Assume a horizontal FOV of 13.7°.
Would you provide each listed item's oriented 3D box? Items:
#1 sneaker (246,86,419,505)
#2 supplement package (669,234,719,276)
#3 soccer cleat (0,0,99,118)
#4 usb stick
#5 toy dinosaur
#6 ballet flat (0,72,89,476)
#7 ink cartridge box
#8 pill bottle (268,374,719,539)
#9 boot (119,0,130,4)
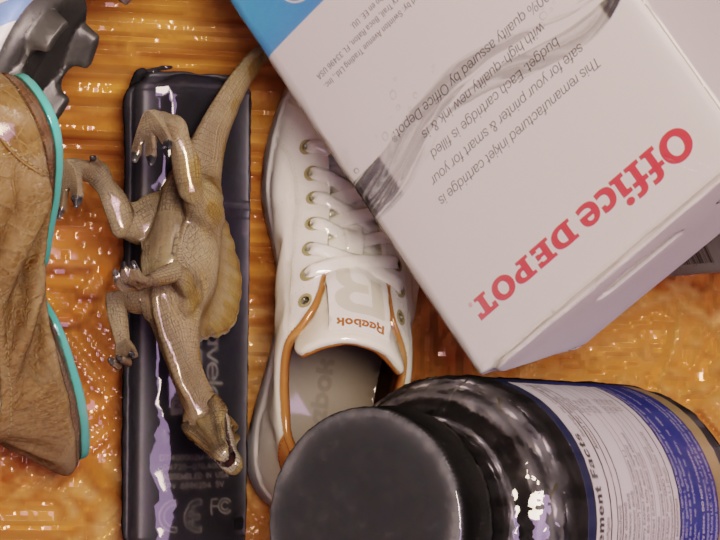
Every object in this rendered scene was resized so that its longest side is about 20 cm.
[{"bbox_3d":[0.000,0.000,1.209,0.073,0.085,0.201,5,85,-15],"label":"sneaker"},{"bbox_3d":[0.197,-0.095,1.250,0.200,0.121,0.120,-29,96,-15],"label":"supplement package"},{"bbox_3d":[-0.181,-0.040,1.173,0.086,0.070,0.200,31,90,21],"label":"soccer cleat"},{"bbox_3d":[-0.071,0.018,1.214,0.055,0.033,0.201,1,88,-26],"label":"usb stick"},{"bbox_3d":[-0.071,-0.021,1.168,0.101,0.058,0.201,37,53,-51],"label":"toy dinosaur"},{"bbox_3d":[-0.146,0.012,1.127,0.072,0.200,0.068,-24,53,-22],"label":"ballet flat"},{"bbox_3d":[0.059,-0.084,1.145,0.200,0.145,0.084,57,30,14],"label":"ink cartridge box"},{"bbox_3d":[0.056,0.097,1.158,0.200,0.112,0.112,6,86,-56],"label":"pill bottle"},{"bbox_3d":[-0.085,-0.222,1.126,0.200,0.064,0.187,-39,105,2],"label":"boot"}]
